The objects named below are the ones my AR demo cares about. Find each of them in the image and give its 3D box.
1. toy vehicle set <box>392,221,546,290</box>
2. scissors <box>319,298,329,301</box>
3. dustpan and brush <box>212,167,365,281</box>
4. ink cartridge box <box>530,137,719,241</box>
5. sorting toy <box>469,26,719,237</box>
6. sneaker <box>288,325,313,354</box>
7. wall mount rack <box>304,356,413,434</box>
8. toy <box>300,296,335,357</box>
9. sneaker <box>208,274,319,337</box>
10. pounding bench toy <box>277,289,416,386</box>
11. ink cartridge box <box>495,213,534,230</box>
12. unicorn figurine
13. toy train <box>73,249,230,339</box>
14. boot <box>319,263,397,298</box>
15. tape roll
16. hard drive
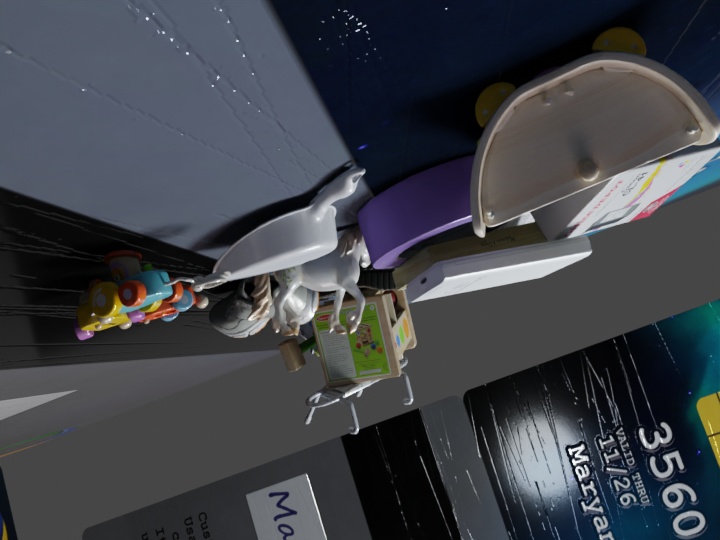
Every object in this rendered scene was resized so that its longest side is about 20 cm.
[{"bbox_3d":[0.151,-0.021,0.836,0.194,0.027,0.124,-13,170,-21],"label":"toy vehicle set"},{"bbox_3d":[-0.127,0.055,1.043,0.194,0.014,0.073,-8,170,22],"label":"scissors"},{"bbox_3d":[-0.055,-0.046,0.637,0.137,0.059,0.197,-14,177,-44],"label":"dustpan and brush"},{"bbox_3d":[0.318,-0.122,0.779,0.195,0.087,0.149,-17,156,-27],"label":"ink cartridge box"},{"bbox_3d":[0.179,-0.118,0.569,0.195,0.110,0.180,-22,179,12],"label":"sorting toy"},{"bbox_3d":[-0.111,0.133,1.396,0.068,0.112,0.199,-14,170,-28],"label":"sneaker"},{"bbox_3d":[-0.012,0.206,1.036,0.196,0.077,0.172,-20,-171,-33],"label":"wall mount rack"},{"bbox_3d":[-0.058,0.122,1.150,0.113,0.202,0.048,-13,147,-41],"label":"toy"},{"bbox_3d":[-0.157,0.039,0.898,0.196,0.078,0.091,-15,148,32],"label":"sneaker"},{"bbox_3d":[-0.023,0.099,1.040,0.194,0.128,0.156,-12,-171,18],"label":"pounding bench toy"},{"bbox_3d":[0.268,-0.106,0.901,0.195,0.043,0.121,-13,149,-26],"label":"ink cartridge box"},{"bbox_3d":[-0.043,0.010,0.800,0.195,0.142,0.073,2,173,-29],"label":"unicorn figurine"},{"bbox_3d":[-0.211,0.016,0.632,0.147,0.057,0.199,-16,174,-32],"label":"toy train"},{"bbox_3d":[0.000,0.000,0.989,0.193,0.080,0.138,-5,175,-4],"label":"boot"},{"bbox_3d":[0.096,-0.068,0.767,0.195,0.067,0.200,-21,172,-3],"label":"tape roll"},{"bbox_3d":[0.166,0.000,0.782,0.194,0.027,0.132,-10,169,-17],"label":"hard drive"}]
